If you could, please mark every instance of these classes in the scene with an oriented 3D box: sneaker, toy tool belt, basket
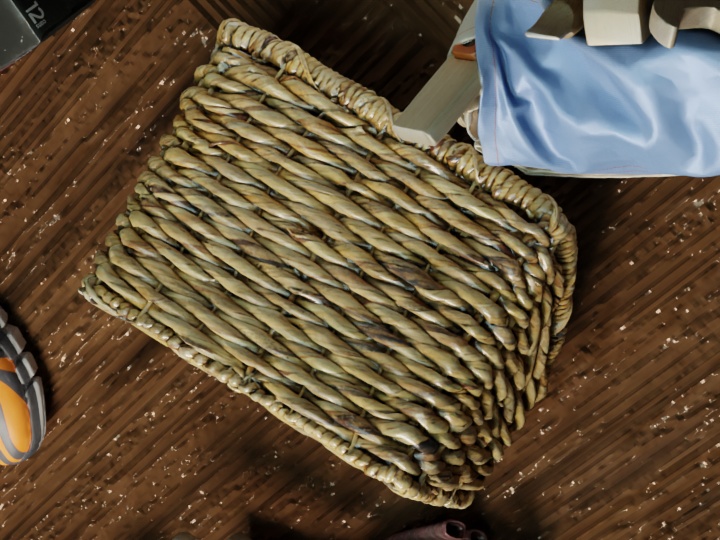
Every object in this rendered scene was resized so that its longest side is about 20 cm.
[{"bbox_3d":[-0.255,0.040,1.206,0.077,0.112,0.201,-15,111,38],"label":"sneaker"},{"bbox_3d":[0.120,-0.082,0.879,0.199,0.123,0.126,0,120,32],"label":"toy tool belt"},{"bbox_3d":[0.000,0.000,1.027,0.199,0.143,0.150,29,91,20],"label":"basket"}]

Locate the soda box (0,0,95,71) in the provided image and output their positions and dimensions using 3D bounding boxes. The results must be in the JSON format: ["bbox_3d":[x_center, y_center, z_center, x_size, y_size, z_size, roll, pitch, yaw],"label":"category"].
[{"bbox_3d":[-0.220,-0.116,1.112,0.199,0.063,0.071,-25,105,41],"label":"soda box"}]

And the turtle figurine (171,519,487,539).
[{"bbox_3d":[-0.014,0.219,1.155,0.193,0.144,0.201,18,125,26],"label":"turtle figurine"}]
